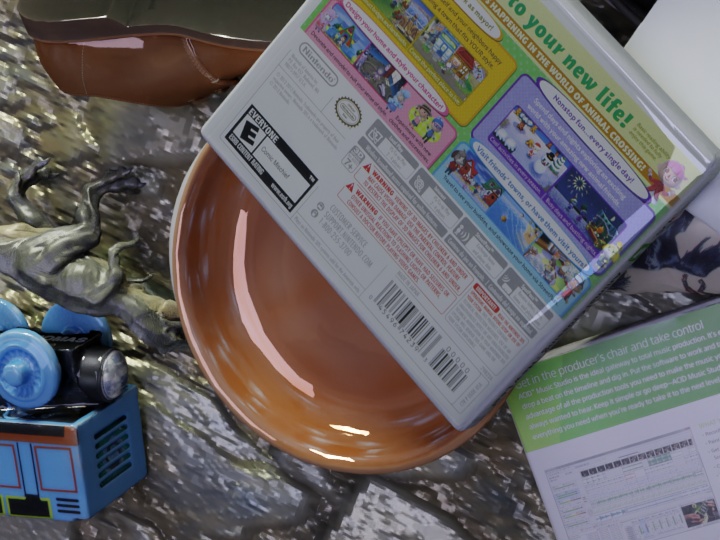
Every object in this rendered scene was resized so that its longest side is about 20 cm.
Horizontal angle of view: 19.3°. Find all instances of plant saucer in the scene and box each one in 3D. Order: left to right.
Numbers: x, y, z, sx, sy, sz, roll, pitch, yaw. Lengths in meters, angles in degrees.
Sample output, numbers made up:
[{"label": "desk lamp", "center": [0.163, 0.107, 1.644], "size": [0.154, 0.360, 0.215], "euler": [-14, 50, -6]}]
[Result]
[{"label": "plant saucer", "center": [0.000, 0.000, 1.058], "size": [0.199, 0.037, 0.202], "euler": [5, 102, 24]}]

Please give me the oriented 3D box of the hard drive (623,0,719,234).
[{"label": "hard drive", "center": [0.209, -0.062, 0.941], "size": [0.200, 0.026, 0.132], "euler": [39, 99, 25]}]

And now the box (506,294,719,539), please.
[{"label": "box", "center": [0.168, 0.121, 1.067], "size": [0.143, 0.036, 0.201], "euler": [-19, 92, 26]}]

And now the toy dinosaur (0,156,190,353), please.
[{"label": "toy dinosaur", "center": [-0.170, -0.018, 1.176], "size": [0.198, 0.048, 0.089], "euler": [17, 66, 7]}]

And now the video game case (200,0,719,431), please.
[{"label": "video game case", "center": [0.042, -0.058, 0.992], "size": [0.200, 0.022, 0.182], "euler": [49, 115, 14]}]

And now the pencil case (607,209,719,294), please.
[{"label": "pencil case", "center": [0.176, -0.031, 1.014], "size": [0.198, 0.090, 0.078], "euler": [-1, 127, 25]}]

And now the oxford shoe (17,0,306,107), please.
[{"label": "oxford shoe", "center": [-0.082, -0.122, 1.135], "size": [0.198, 0.072, 0.072], "euler": [3, 131, 22]}]

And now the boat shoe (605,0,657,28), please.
[{"label": "boat shoe", "center": [0.145, -0.150, 1.017], "size": [0.200, 0.057, 0.067], "euler": [41, 113, 13]}]

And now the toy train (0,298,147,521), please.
[{"label": "toy train", "center": [-0.218, 0.078, 1.213], "size": [0.198, 0.087, 0.115], "euler": [2, 106, 24]}]

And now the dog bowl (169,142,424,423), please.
[{"label": "dog bowl", "center": [-0.013, -0.006, 1.116], "size": [0.199, 0.059, 0.202], "euler": [5, 101, 25]}]
